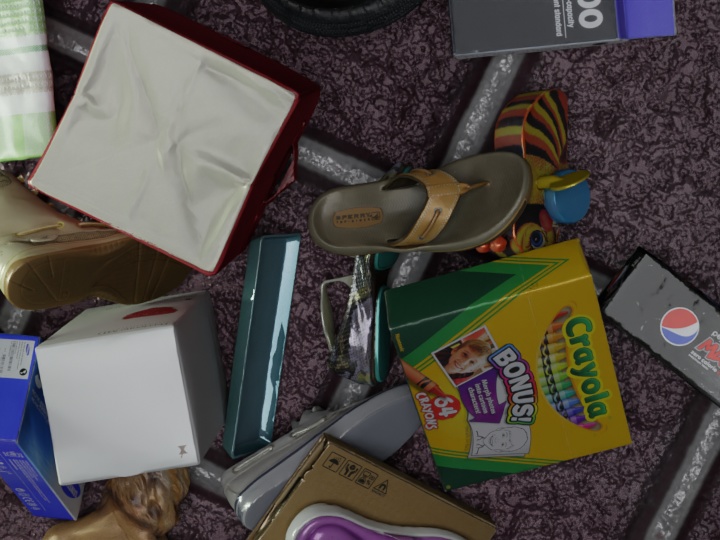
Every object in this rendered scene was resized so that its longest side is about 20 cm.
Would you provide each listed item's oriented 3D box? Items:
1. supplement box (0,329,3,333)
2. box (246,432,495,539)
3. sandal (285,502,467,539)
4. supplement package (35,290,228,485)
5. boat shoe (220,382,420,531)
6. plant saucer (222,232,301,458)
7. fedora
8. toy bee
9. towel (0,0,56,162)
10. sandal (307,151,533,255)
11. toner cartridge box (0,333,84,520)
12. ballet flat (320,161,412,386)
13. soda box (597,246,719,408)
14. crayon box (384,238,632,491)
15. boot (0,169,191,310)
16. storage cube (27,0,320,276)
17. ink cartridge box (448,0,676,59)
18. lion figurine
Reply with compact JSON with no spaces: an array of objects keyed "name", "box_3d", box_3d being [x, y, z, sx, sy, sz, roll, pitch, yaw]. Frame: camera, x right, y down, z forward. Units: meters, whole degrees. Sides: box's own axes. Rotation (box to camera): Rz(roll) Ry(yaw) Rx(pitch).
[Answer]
[{"name":"supplement box","box_3d":[-0.404,0.129,1.595,0.200,0.131,0.103,-33,95,8]},{"name":"box","box_3d":[0.000,0.250,1.597,0.200,0.021,0.164,30,102,-29]},{"name":"sandal","box_3d":[0.026,0.261,1.569,0.202,0.050,0.083,18,107,-26]},{"name":"supplement package","box_3d":[-0.190,0.096,1.542,0.121,0.200,0.120,-9,97,4]},{"name":"boat shoe","box_3d":[-0.035,0.152,1.605,0.200,0.071,0.070,-34,50,-10]},{"name":"plant saucer","box_3d":[-0.090,0.065,1.602,0.019,0.070,0.201,13,99,26]},{"name":"fedora","box_3d":[-0.004,-0.295,1.531,0.200,0.092,0.201,2,101,11]},{"name":"toy bee","box_3d":[0.146,-0.054,1.537,0.131,0.109,0.200,-34,72,46]},{"name":"towel","box_3d":[-0.335,-0.191,1.567,0.149,0.031,0.201,-4,95,31]},{"name":"sandal","box_3d":[0.046,-0.055,1.508,0.199,0.054,0.081,-8,73,15]},{"name":"toner cartridge box","box_3d":[-0.277,0.137,1.543,0.043,0.200,0.095,5,65,9]},{"name":"ballet flat","box_3d":[0.000,0.000,1.587,0.072,0.072,0.201,8,97,2]},{"name":"soda box","box_3d":[0.304,0.066,1.577,0.200,0.063,0.071,38,98,-2]},{"name":"crayon box","box_3d":[0.129,0.085,1.547,0.172,0.058,0.200,-15,128,6]},{"name":"boot","box_3d":[-0.259,-0.032,1.585,0.155,0.200,0.073,38,123,38]},{"name":"storage cube","box_3d":[-0.150,-0.116,1.523,0.200,0.180,0.171,27,98,1]},{"name":"ink cartridge box","box_3d":[0.169,-0.290,1.548,0.199,0.043,0.199,-6,97,3]},{"name":"lion figurine","box_3d":[-0.231,0.241,1.630,0.200,0.072,0.123,-30,92,9]}]
